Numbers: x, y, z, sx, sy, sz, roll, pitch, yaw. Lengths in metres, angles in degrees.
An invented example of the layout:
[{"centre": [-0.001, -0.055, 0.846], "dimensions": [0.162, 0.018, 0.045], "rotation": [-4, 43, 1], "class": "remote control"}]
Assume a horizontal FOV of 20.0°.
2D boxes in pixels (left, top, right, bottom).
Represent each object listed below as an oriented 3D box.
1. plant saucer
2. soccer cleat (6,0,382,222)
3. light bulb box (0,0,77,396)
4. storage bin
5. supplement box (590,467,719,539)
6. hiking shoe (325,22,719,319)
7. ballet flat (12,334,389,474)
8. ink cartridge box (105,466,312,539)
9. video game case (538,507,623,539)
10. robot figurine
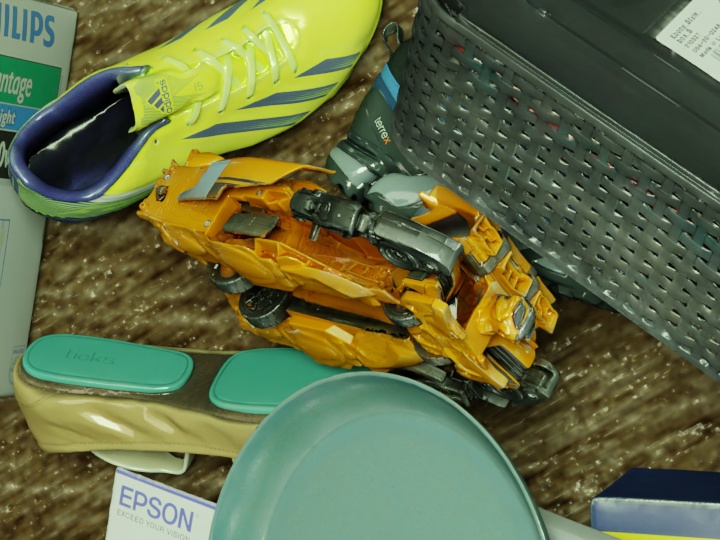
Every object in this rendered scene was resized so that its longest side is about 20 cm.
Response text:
[{"centre": [0.011, 0.144, 0.873], "dimensions": [0.199, 0.027, 0.202], "rotation": [-1, 88, 41], "class": "plant saucer"}, {"centre": [-0.077, -0.085, 0.958], "dimensions": [0.199, 0.084, 0.065], "rotation": [-31, 80, 4], "class": "soccer cleat"}, {"centre": [-0.263, -0.051, 0.999], "dimensions": [0.197, 0.125, 0.202], "rotation": [11, 93, 16], "class": "light bulb box"}, {"centre": [0.126, -0.066, 0.811], "dimensions": [0.199, 0.094, 0.135], "rotation": [36, 57, 16], "class": "storage bin"}, {"centre": [0.159, 0.194, 0.888], "dimensions": [0.109, 0.109, 0.202], "rotation": [2, 92, 16], "class": "supplement box"}, {"centre": [0.083, -0.040, 0.923], "dimensions": [0.199, 0.074, 0.087], "rotation": [24, 92, 11], "class": "hiking shoe"}, {"centre": [-0.072, 0.070, 0.987], "dimensions": [0.198, 0.069, 0.063], "rotation": [6, 121, 19], "class": "ballet flat"}, {"centre": [-0.050, 0.214, 0.963], "dimensions": [0.197, 0.043, 0.202], "rotation": [17, 99, 30], "class": "ink cartridge box"}, {"centre": [0.074, 0.195, 0.879], "dimensions": [0.023, 0.200, 0.183], "rotation": [1, 92, -17], "class": "video game case"}, {"centre": [0.000, 0.000, 0.896], "dimensions": [0.199, 0.145, 0.058], "rotation": [11, 62, 41], "class": "robot figurine"}]
